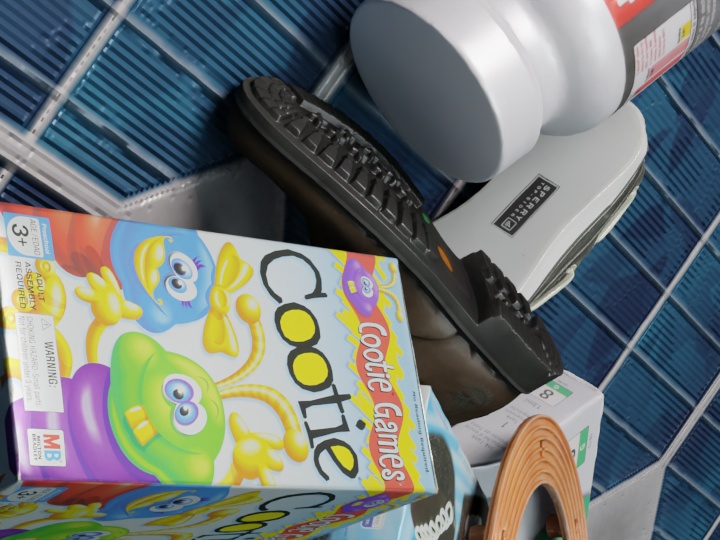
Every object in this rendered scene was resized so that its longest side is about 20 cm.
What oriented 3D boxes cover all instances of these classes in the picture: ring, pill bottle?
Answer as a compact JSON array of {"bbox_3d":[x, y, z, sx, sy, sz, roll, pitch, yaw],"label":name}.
[{"bbox_3d":[0.083,0.171,0.914,0.200,0.019,0.201,-2,90,-69],"label":"ring"},{"bbox_3d":[0.100,-0.132,0.824,0.200,0.116,0.116,-39,140,-23],"label":"pill bottle"}]

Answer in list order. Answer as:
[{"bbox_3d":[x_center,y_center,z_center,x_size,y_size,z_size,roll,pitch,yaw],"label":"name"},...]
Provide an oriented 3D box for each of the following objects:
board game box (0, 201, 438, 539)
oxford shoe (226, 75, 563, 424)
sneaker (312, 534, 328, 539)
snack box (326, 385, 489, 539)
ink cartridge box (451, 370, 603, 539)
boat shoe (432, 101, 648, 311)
[{"bbox_3d":[-0.081,0.049,0.715,0.200,0.103,0.105,7,155,-43],"label":"board game box"},{"bbox_3d":[0.000,0.000,0.815,0.084,0.073,0.200,-34,112,18],"label":"oxford shoe"},{"bbox_3d":[-0.035,0.148,0.858,0.081,0.075,0.200,2,82,-10],"label":"sneaker"},{"bbox_3d":[0.034,0.155,0.864,0.200,0.037,0.116,63,34,-50],"label":"snack box"},{"bbox_3d":[0.049,0.161,0.983,0.200,0.050,0.161,-32,137,-41],"label":"ink cartridge box"},{"bbox_3d":[0.072,-0.003,0.924,0.200,0.071,0.064,-41,151,-11],"label":"boat shoe"}]
